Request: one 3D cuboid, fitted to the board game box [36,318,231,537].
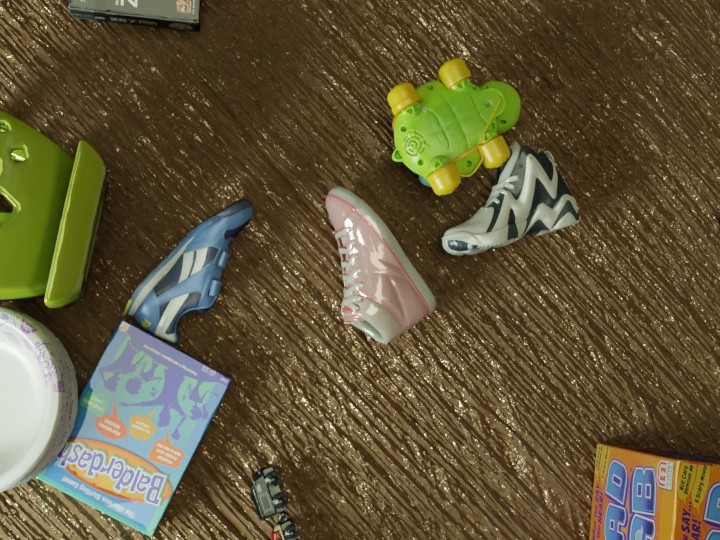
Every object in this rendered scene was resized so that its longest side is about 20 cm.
[{"bbox_3d":[-0.263,0.183,0.977,0.150,0.045,0.203,28,81,-7],"label":"board game box"}]

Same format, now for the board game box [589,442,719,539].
[{"bbox_3d":[0.414,0.332,1.011,0.195,0.200,0.205,8,83,-10],"label":"board game box"}]

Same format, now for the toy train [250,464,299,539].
[{"bbox_3d":[-0.090,0.338,1.000,0.045,0.034,0.204,-19,88,-8],"label":"toy train"}]

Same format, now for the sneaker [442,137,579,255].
[{"bbox_3d":[0.183,-0.100,1.072,0.195,0.079,0.133,-15,86,-12],"label":"sneaker"}]

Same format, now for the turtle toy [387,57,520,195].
[{"bbox_3d":[0.123,-0.184,1.057,0.197,0.101,0.148,-27,88,-12],"label":"turtle toy"}]

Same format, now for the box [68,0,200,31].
[{"bbox_3d":[-0.271,-0.409,1.022,0.157,0.049,0.205,4,91,-9],"label":"box"}]

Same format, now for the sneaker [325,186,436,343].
[{"bbox_3d":[0.000,0.000,1.028,0.104,0.075,0.202,-39,96,-17],"label":"sneaker"}]

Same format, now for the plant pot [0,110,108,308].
[{"bbox_3d":[-0.380,-0.058,0.908,0.177,0.199,0.205,12,82,-16],"label":"plant pot"}]

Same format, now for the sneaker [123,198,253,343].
[{"bbox_3d":[-0.192,-0.001,0.998,0.082,0.074,0.200,43,86,-5],"label":"sneaker"}]

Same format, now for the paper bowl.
[{"bbox_3d":[-0.413,0.142,0.915,0.195,0.104,0.206,0,83,-1],"label":"paper bowl"}]
